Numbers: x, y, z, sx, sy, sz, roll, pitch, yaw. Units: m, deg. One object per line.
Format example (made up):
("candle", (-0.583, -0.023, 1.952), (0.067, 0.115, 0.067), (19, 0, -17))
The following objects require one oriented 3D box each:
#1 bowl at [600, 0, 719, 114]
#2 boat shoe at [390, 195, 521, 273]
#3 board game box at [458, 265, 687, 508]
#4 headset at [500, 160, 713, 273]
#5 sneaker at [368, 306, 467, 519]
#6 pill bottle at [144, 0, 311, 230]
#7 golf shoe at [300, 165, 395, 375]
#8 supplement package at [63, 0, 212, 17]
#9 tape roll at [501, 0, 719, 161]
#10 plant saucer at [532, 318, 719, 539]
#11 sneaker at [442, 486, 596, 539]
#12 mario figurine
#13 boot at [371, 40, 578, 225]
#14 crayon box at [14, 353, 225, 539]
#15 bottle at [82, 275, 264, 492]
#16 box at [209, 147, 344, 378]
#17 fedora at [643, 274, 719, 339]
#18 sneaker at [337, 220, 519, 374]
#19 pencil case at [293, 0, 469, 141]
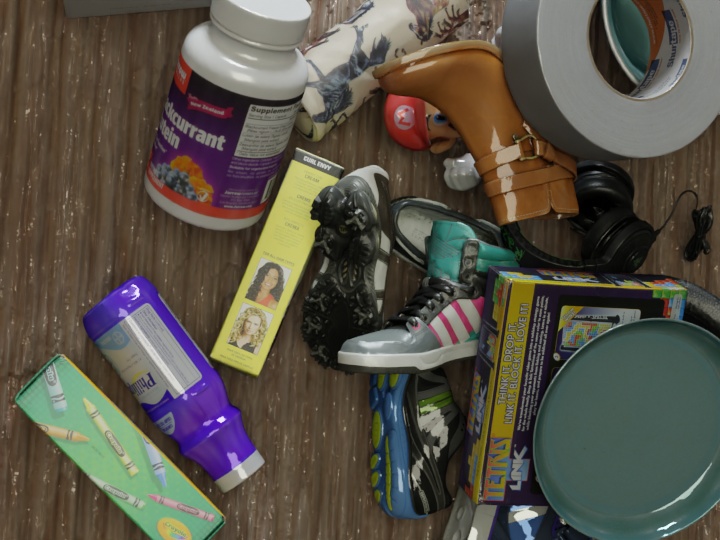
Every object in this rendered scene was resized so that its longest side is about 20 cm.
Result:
("bowl", (0.301, -0.241, 1.655), (0.200, 0.105, 0.202), (-1, 95, -11))
("boat shoe", (0.108, -0.005, 1.644), (0.199, 0.060, 0.076), (22, 84, -6))
("board game box", (0.180, 0.101, 1.549), (0.165, 0.057, 0.201), (4, 104, -15))
("headset", (0.224, -0.034, 1.646), (0.199, 0.094, 0.124), (-7, 47, -10))
("sneaker", (0.056, 0.123, 1.634), (0.082, 0.071, 0.200), (5, 84, -28))
("pill bottle", (-0.109, -0.145, 1.554), (0.111, 0.112, 0.200), (17, 118, -6))
("golf shoe", (0.000, 0.000, 1.603), (0.078, 0.095, 0.200), (20, 127, 16))
("supplement package", (-0.194, -0.338, 1.577), (0.151, 0.151, 0.201), (-6, 87, -8))
("tape roll", (0.220, -0.194, 1.535), (0.200, 0.066, 0.201), (0, 90, -25))
("plant saucer", (0.235, 0.133, 1.529), (0.199, 0.027, 0.201), (-4, 106, -14))
("sneaker", (0.168, 0.208, 1.639), (0.146, 0.081, 0.201), (27, 76, -18))
("mario figurine", (0.119, -0.147, 1.629), (0.199, 0.106, 0.124), (-8, 53, -16))
("boot", (0.105, -0.114, 1.556), (0.200, 0.077, 0.156), (-3, 85, -37))
("crayon box", (-0.207, 0.161, 1.561), (0.058, 0.119, 0.200), (-45, 93, -8))
("bottle", (-0.161, 0.102, 1.589), (0.065, 0.084, 0.200), (-37, 93, -29))
("box", (-0.074, -0.005, 1.613), (0.050, 0.075, 0.201), (22, 85, -2))
("fedora", (0.278, 0.092, 1.635), (0.200, 0.092, 0.201), (3, 102, 16))
("sneaker", (0.064, 0.019, 1.553), (0.200, 0.084, 0.121), (-11, 99, -35))
("pencil case", (0.005, -0.202, 1.632), (0.200, 0.089, 0.078), (-40, 112, -7))
